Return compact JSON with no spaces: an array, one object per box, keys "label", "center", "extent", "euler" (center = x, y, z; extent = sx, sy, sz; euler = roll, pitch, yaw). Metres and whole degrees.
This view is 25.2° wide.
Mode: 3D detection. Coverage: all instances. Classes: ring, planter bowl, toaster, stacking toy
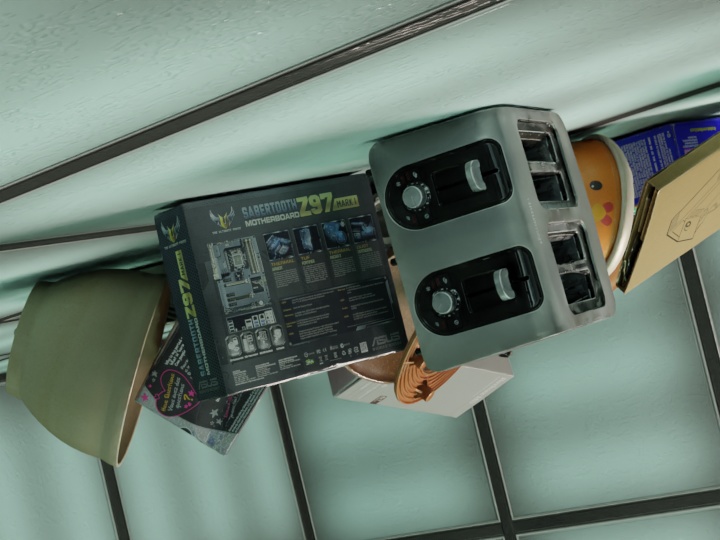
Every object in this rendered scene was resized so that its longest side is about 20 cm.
[{"label":"ring","center":[0.099,0.040,1.440],"extent":[0.200,0.019,0.201],"euler":[-45,159,-22]},{"label":"planter bowl","center":[-0.283,0.086,1.644],"extent":[0.133,0.203,0.200],"euler":[15,176,-2]},{"label":"toaster","center":[0.107,-0.024,1.259],"extent":[0.118,0.183,0.200],"euler":[-16,176,24]},{"label":"stacking toy","center":[0.147,-0.063,1.530],"extent":[0.198,0.148,0.146],"euler":[3,171,-20]}]

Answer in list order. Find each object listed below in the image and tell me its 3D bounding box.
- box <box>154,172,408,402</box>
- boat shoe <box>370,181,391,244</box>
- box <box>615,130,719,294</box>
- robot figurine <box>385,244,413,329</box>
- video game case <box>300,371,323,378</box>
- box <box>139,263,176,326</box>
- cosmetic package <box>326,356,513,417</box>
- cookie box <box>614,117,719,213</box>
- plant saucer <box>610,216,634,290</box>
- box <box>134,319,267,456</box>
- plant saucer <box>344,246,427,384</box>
[{"label":"box","center":[-0.063,0.011,1.341],"extent":[0.199,0.160,0.051],"euler":[-13,178,-40]},{"label":"boat shoe","center":[-0.031,-0.050,1.497],"extent":[0.198,0.057,0.067],"euler":[-11,-147,30]},{"label":"box","center":[0.346,-0.077,1.630],"extent":[0.199,0.021,0.164],"euler":[-33,150,-26]},{"label":"robot figurine","center":[0.000,0.000,1.611],"extent":[0.197,0.171,0.114],"euler":[8,-139,5]},{"label":"video game case","center":[-0.093,0.034,1.626],"extent":[0.023,0.182,0.200],"euler":[-49,169,11]},{"label":"box","center":[-0.224,0.029,1.824],"extent":[0.198,0.069,0.082],"euler":[-15,178,1]},{"label":"cosmetic package","center":[0.063,0.096,1.790],"extent":[0.199,0.091,0.107],"euler":[14,139,-39]},{"label":"cookie box","center":[0.304,-0.104,1.754],"extent":[0.199,0.076,0.170],"euler":[-16,176,40]},{"label":"plant saucer","center":[0.245,0.015,1.827],"extent":[0.199,0.038,0.201],"euler":[-32,161,-12]},{"label":"box","center":[-0.146,0.084,1.677],"extent":[0.133,0.114,0.200],"euler":[-57,-176,12]},{"label":"plant saucer","center":[0.063,0.027,1.525],"extent":[0.198,0.037,0.202],"euler":[-15,140,-13]}]
